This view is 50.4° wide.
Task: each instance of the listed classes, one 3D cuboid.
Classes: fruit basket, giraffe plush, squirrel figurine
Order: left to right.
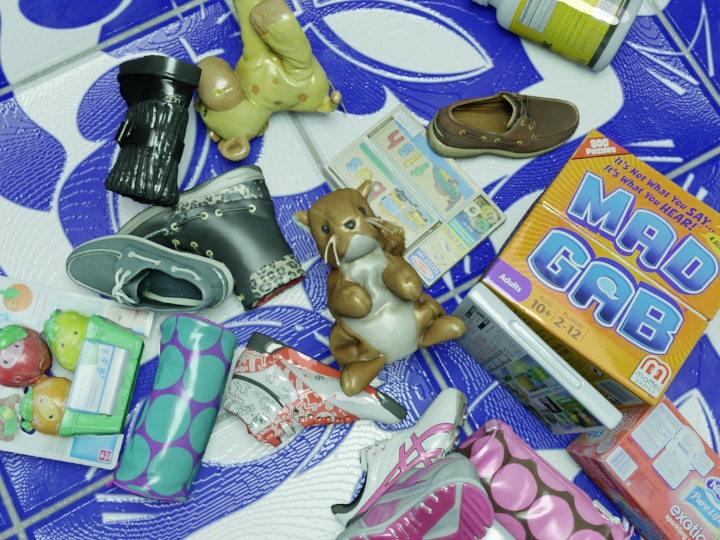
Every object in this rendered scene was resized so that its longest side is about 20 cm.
[{"bbox_3d":[-0.346,0.109,0.839,0.200,0.094,0.186,16,76,-16],"label":"fruit basket"},{"bbox_3d":[-0.132,-0.227,0.922,0.162,0.173,0.200,-33,114,2],"label":"giraffe plush"},{"bbox_3d":[0.000,0.000,0.824,0.141,0.200,0.187,-27,103,1],"label":"squirrel figurine"}]

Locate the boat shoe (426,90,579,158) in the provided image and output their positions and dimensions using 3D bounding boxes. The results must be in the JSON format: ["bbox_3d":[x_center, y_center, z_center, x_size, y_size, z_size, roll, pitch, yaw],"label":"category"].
[{"bbox_3d":[0.183,-0.181,0.934,0.200,0.068,0.072,-7,73,-14],"label":"boat shoe"}]

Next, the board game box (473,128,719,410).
[{"bbox_3d":[0.250,0.013,0.831,0.200,0.200,0.200,36,79,7],"label":"board game box"}]

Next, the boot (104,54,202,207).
[{"bbox_3d":[-0.247,-0.157,0.882,0.079,0.211,0.158,9,94,-23],"label":"boot"}]

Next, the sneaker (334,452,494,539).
[{"bbox_3d":[0.051,0.254,0.771,0.200,0.088,0.081,-35,99,21],"label":"sneaker"}]

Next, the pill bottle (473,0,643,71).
[{"bbox_3d":[0.240,-0.341,0.959,0.200,0.111,0.111,28,78,5],"label":"pill bottle"}]

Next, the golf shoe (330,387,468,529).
[{"bbox_3d":[0.047,0.209,0.847,0.092,0.073,0.200,32,78,7],"label":"golf shoe"}]

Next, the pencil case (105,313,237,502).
[{"bbox_3d":[-0.205,0.152,0.847,0.092,0.085,0.201,14,76,7],"label":"pencil case"}]

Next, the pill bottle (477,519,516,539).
[{"bbox_3d":[0.081,0.345,0.796,0.112,0.112,0.200,42,80,8],"label":"pill bottle"}]

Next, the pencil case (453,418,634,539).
[{"bbox_3d":[0.193,0.250,0.835,0.200,0.091,0.094,39,114,6],"label":"pencil case"}]

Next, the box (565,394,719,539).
[{"bbox_3d":[0.335,0.236,0.820,0.103,0.095,0.200,-43,91,-10],"label":"box"}]

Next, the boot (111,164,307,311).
[{"bbox_3d":[-0.177,-0.017,0.897,0.203,0.073,0.154,-28,83,-4],"label":"boot"}]

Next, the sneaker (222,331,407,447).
[{"bbox_3d":[-0.056,0.158,0.861,0.201,0.067,0.108,24,79,8],"label":"sneaker"}]

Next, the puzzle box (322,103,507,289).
[{"bbox_3d":[0.065,-0.093,0.942,0.133,0.025,0.200,-41,81,-9],"label":"puzzle box"}]

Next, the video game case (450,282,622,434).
[{"bbox_3d":[0.170,0.101,0.809,0.182,0.200,0.022,44,79,8],"label":"video game case"}]

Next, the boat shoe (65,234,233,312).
[{"bbox_3d":[-0.244,0.007,0.847,0.199,0.062,0.073,9,109,11],"label":"boat shoe"}]
